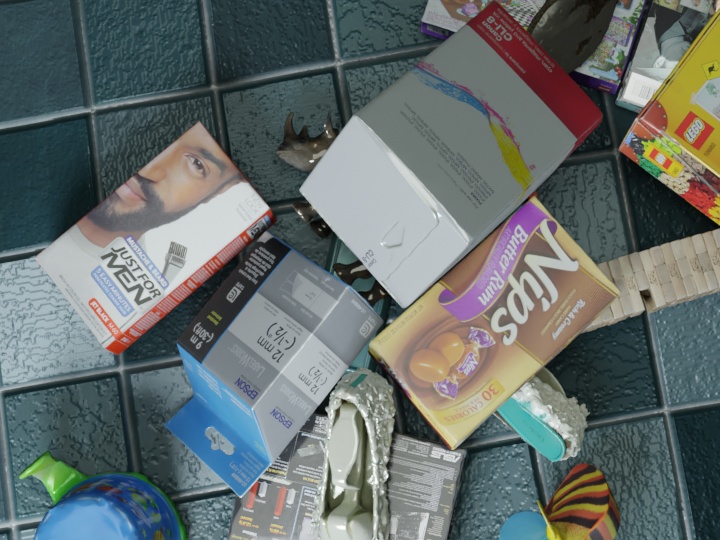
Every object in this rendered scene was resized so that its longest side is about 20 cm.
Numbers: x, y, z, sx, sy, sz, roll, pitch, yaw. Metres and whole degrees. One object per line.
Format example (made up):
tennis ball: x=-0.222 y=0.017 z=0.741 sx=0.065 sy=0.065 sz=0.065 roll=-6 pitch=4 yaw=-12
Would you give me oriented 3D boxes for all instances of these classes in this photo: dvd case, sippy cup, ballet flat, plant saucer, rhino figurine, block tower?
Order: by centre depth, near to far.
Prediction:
ballet flat: x=-0.012 y=0.186 z=1.266 sx=0.071 sy=0.072 sz=0.203 roll=3 pitch=97 yaw=3
sippy cup: x=-0.230 y=0.247 z=1.314 sx=0.175 sy=0.130 sz=0.142 roll=15 pitch=83 yaw=4
ballet flat: x=0.127 y=0.094 z=1.361 sx=0.200 sy=0.072 sz=0.072 roll=41 pitch=85 yaw=5
block tower: x=0.250 y=0.015 z=1.363 sx=0.197 sy=0.058 sz=0.055 roll=-17 pitch=82 yaw=-1
rhino figurine: x=-0.014 y=-0.068 z=1.368 sx=0.087 sy=0.060 sz=0.201 roll=-35 pitch=70 yaw=6
ballet flat: x=0.210 y=-0.262 z=1.374 sx=0.067 sy=0.046 sz=0.201 roll=33 pitch=89 yaw=-25
plant saucer: x=0.000 y=0.000 z=1.396 sx=0.069 sy=0.019 sz=0.203 roll=13 pitch=82 yaw=4
dvd case: x=0.341 y=-0.228 z=1.411 sx=0.144 sy=0.022 sz=0.202 roll=19 pitch=82 yaw=5

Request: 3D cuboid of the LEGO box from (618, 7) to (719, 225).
LEGO box: x=0.353 y=-0.151 z=1.334 sx=0.148 sy=0.077 sz=0.201 roll=37 pitch=76 yaw=8

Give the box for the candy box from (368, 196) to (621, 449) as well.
candy box: x=0.117 y=0.046 z=1.301 sx=0.200 sy=0.057 sz=0.117 roll=-40 pitch=81 yaw=-9

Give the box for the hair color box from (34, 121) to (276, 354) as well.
hair color box: x=-0.189 y=-0.030 z=1.386 sx=0.199 sy=0.064 sz=0.111 roll=-40 pitch=81 yaw=-4

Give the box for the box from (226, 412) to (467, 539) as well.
box: x=-0.014 y=0.217 z=1.349 sx=0.197 sy=0.050 sz=0.160 roll=12 pitch=83 yaw=5

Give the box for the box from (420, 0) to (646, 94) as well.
box: x=0.171 y=-0.265 z=1.414 sx=0.198 sy=0.039 sz=0.138 roll=19 pitch=84 yaw=5

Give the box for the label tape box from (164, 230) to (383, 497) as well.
label tape box: x=-0.094 y=0.080 z=1.326 sx=0.200 sy=0.066 sz=0.143 roll=-50 pitch=42 yaw=-7

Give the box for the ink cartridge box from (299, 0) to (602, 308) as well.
ink cartridge box: x=0.076 y=-0.098 z=1.279 sx=0.145 sy=0.145 sz=0.200 roll=47 pitch=58 yaw=3

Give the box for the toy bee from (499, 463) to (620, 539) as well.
toy bee: x=0.169 y=0.270 z=1.301 sx=0.108 sy=0.130 sz=0.201 roll=33 pitch=90 yaw=47

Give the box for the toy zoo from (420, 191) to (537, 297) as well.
toy zoo: x=0.097 y=-0.085 z=1.392 sx=0.129 sy=0.020 sz=0.203 roll=-11 pitch=82 yaw=-8
